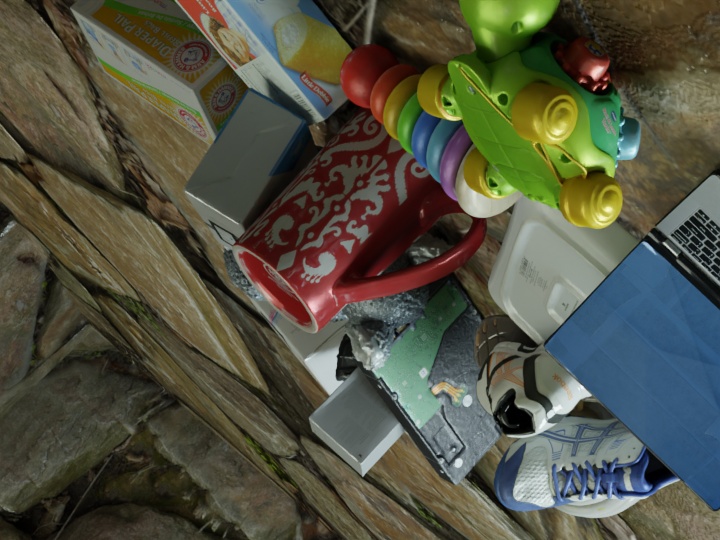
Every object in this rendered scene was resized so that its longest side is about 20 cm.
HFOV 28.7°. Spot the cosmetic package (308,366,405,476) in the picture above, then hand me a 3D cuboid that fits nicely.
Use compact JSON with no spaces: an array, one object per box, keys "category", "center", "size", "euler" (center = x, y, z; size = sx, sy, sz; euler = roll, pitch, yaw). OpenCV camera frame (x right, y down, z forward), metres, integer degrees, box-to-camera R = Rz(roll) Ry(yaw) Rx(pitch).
[{"category":"cosmetic package","center":[0.040,0.128,1.576],"size":[0.082,0.200,0.051],"euler":[39,162,21]}]

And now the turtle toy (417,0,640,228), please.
[{"category":"turtle toy","center":[0.117,-0.124,0.953],"size":[0.145,0.101,0.201],"euler":[24,153,53]}]

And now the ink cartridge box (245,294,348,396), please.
[{"category":"ink cartridge box","center":[-0.068,0.065,1.818],"size":[0.200,0.085,0.148],"euler":[48,175,39]}]

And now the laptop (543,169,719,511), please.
[{"category":"laptop","center":[0.259,0.058,1.017],"size":[0.187,0.116,0.200],"euler":[43,164,5]}]

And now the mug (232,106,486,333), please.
[{"category":"mug","center":[0.000,-0.048,1.250],"size":[0.134,0.200,0.177],"euler":[54,162,-26]}]

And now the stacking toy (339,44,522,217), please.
[{"category":"stacking toy","center":[0.054,-0.129,1.158],"size":[0.200,0.085,0.086],"euler":[41,164,34]}]

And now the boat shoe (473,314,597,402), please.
[{"category":"boat shoe","center":[0.200,0.081,1.327],"size":[0.071,0.076,0.199],"euler":[14,-179,-45]}]

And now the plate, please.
[{"category":"plate","center":[0.187,0.028,1.185],"size":[0.200,0.032,0.200],"euler":[44,152,21]}]

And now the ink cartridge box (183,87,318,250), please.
[{"category":"ink cartridge box","center":[-0.093,-0.077,1.348],"size":[0.067,0.117,0.200],"euler":[30,170,13]}]

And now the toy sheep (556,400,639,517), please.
[{"category":"toy sheep","center":[0.224,0.180,1.377],"size":[0.137,0.139,0.200],"euler":[33,-178,37]}]

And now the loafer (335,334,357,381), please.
[{"category":"loafer","center":[0.065,0.126,1.654],"size":[0.199,0.071,0.068],"euler":[14,175,18]}]

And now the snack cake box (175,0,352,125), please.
[{"category":"snack cake box","center":[-0.091,-0.226,1.285],"size":[0.200,0.067,0.115],"euler":[49,166,-13]}]

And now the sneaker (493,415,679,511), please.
[{"category":"sneaker","center":[0.217,0.170,1.248],"size":[0.088,0.198,0.076],"euler":[-122,14,-73]}]

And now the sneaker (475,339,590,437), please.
[{"category":"sneaker","center":[0.137,0.109,1.248],"size":[0.074,0.080,0.200],"euler":[49,163,-1]}]

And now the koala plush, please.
[{"category":"koala plush","center":[0.000,0.000,1.454],"size":[0.199,0.178,0.184],"euler":[27,170,46]}]

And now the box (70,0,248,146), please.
[{"category":"box","center":[-0.180,-0.227,1.426],"size":[0.199,0.113,0.102],"euler":[34,161,30]}]

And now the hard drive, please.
[{"category":"hard drive","center":[0.092,0.117,1.529],"size":[0.038,0.140,0.201],"euler":[20,151,55]}]
